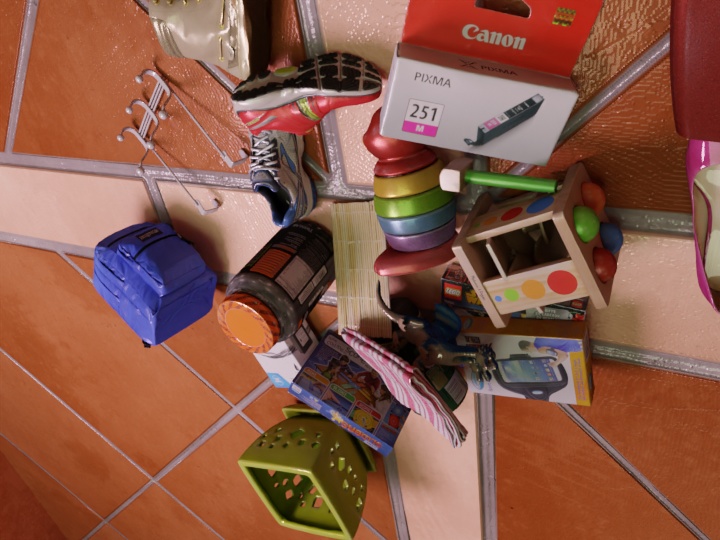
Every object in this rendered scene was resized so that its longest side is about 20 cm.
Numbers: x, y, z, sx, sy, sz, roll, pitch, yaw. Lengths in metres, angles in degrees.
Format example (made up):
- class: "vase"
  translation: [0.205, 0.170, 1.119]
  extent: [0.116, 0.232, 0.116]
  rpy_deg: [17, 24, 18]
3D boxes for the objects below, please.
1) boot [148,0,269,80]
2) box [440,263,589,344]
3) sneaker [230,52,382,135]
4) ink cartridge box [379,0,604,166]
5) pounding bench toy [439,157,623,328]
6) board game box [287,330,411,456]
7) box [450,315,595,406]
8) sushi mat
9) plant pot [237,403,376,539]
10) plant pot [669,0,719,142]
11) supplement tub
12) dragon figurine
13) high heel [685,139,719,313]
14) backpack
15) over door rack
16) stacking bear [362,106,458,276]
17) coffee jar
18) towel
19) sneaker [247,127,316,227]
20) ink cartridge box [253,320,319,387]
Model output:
- class: "boot"
  translation: [-0.191, -0.346, 0.741]
  extent: [0.154, 0.073, 0.202]
  rpy_deg: [20, 138, 13]
- class: "box"
  translation: [0.213, 0.075, 0.852]
  extent: [0.197, 0.040, 0.138]
  rpy_deg: [14, 132, 22]
- class: "sneaker"
  translation: [-0.064, -0.216, 0.761]
  extent: [0.197, 0.078, 0.085]
  rpy_deg: [-4, 142, 15]
- class: "ink cartridge box"
  translation: [0.133, -0.209, 0.624]
  extent: [0.197, 0.044, 0.175]
  rpy_deg: [9, 134, -5]
- class: "pounding bench toy"
  translation: [0.199, -0.060, 0.692]
  extent: [0.155, 0.125, 0.201]
  rpy_deg: [-17, 115, 39]
- class: "board game box"
  translation: [-0.008, 0.207, 1.027]
  extent: [0.199, 0.136, 0.035]
  rpy_deg: [32, 135, 6]
- class: "box"
  translation: [0.217, 0.124, 0.833]
  extent: [0.198, 0.042, 0.120]
  rpy_deg: [-1, 124, 30]
- class: "sushi mat"
  translation: [0.000, 0.000, 0.877]
  extent: [0.095, 0.012, 0.203]
  rpy_deg: [-2, 94, 31]
- class: "plant pot"
  translation: [-0.089, 0.384, 1.187]
  extent: [0.198, 0.182, 0.201]
  rpy_deg: [-6, 122, 34]
- class: "plant pot"
  translation: [0.339, -0.205, 0.457]
  extent: [0.197, 0.201, 0.177]
  rpy_deg: [13, 143, 22]
- class: "supplement tub"
  translation: [-0.121, 0.024, 0.903]
  extent: [0.121, 0.200, 0.124]
  rpy_deg: [17, 133, 19]
- class: "dragon figurine"
  translation: [0.100, 0.086, 0.815]
  extent: [0.200, 0.098, 0.059]
  rpy_deg: [47, 139, 40]
- class: "high heel"
  translation: [0.368, -0.057, 0.610]
  extent: [0.067, 0.096, 0.202]
  rpy_deg: [3, 126, 29]
- class: "backpack"
  translation: [-0.375, -0.001, 1.077]
  extent: [0.199, 0.162, 0.169]
  rpy_deg: [35, 128, 20]
- class: "over door rack"
  translation: [-0.289, -0.190, 0.932]
  extent: [0.200, 0.067, 0.148]
  rpy_deg: [43, 136, -5]
- class: "stacking bear"
  translation: [0.059, -0.112, 0.755]
  extent: [0.112, 0.122, 0.202]
  rpy_deg: [-4, 115, 26]
- class: "coffee jar"
  translation: [0.080, 0.135, 0.945]
  extent: [0.104, 0.085, 0.201]
  rpy_deg: [-10, 120, 55]
- class: "towel"
  translation: [0.053, 0.156, 0.825]
  extent: [0.147, 0.030, 0.199]
  rpy_deg: [53, 165, -27]
- class: "sneaker"
  translation: [-0.121, -0.152, 0.845]
  extent: [0.076, 0.085, 0.202]
  rpy_deg: [0, 123, 32]
- class: "ink cartridge box"
  translation: [-0.151, 0.119, 1.087]
  extent: [0.115, 0.067, 0.201]
  rpy_deg: [-7, 121, 42]
